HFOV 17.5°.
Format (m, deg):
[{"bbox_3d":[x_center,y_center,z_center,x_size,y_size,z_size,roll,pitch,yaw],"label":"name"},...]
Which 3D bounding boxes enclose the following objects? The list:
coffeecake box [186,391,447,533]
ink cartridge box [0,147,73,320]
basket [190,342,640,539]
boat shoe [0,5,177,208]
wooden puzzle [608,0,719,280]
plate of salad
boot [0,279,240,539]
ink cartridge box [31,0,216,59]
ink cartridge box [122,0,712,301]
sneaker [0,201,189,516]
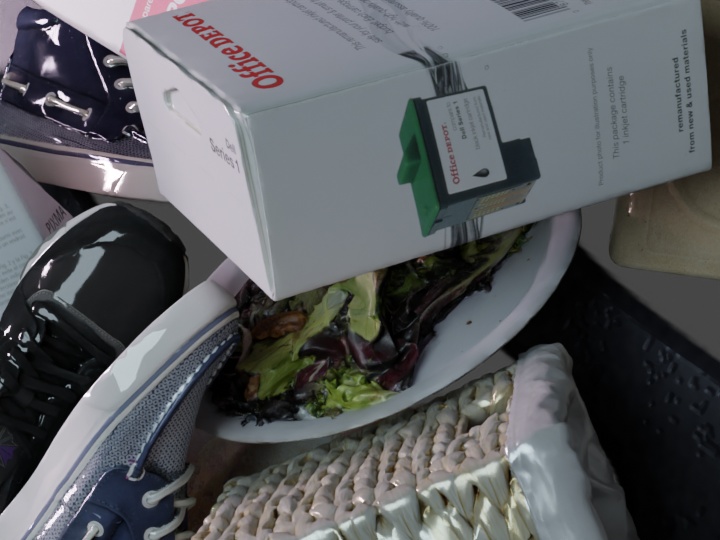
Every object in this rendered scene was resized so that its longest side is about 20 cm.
[{"bbox_3d":[-0.031,0.116,1.085,0.200,0.073,0.154,20,97,34],"label":"coffeecake box"},{"bbox_3d":[-0.215,-0.007,1.066,0.162,0.057,0.200,-22,104,13],"label":"ink cartridge box"},{"bbox_3d":[0.043,0.156,0.907,0.161,0.198,0.200,-23,95,7],"label":"basket"},{"bbox_3d":[-0.111,-0.081,1.150,0.200,0.075,0.093,11,92,40],"label":"boat shoe"},{"bbox_3d":[0.203,-0.082,0.971,0.200,0.046,0.186,8,89,38],"label":"wooden puzzle"},{"bbox_3d":[0.000,0.000,1.026,0.200,0.048,0.200,-20,31,13],"label":"plate of salad"},{"bbox_3d":[-0.090,0.102,0.981,0.090,0.073,0.200,41,113,8],"label":"boot"},{"bbox_3d":[-0.091,-0.155,1.106,0.200,0.146,0.085,30,108,32],"label":"ink cartridge box"},{"bbox_3d":[0.021,-0.072,0.965,0.146,0.200,0.084,-139,36,-59],"label":"ink cartridge box"},{"bbox_3d":[-0.143,0.063,1.015,0.076,0.088,0.200,35,111,-10],"label":"sneaker"}]
